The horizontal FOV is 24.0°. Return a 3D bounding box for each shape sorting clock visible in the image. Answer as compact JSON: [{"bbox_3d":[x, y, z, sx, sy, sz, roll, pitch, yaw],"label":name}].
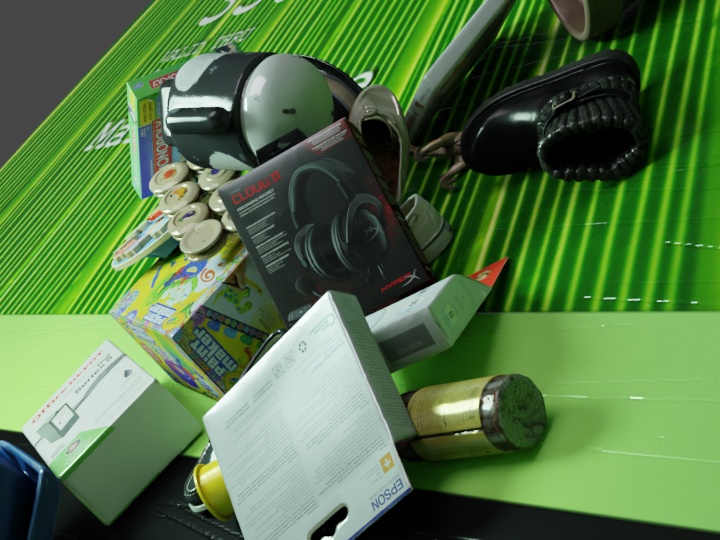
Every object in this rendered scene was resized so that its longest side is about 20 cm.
[{"bbox_3d":[-0.207,-0.071,1.917,0.200,0.039,0.200,-42,14,13],"label":"shape sorting clock"}]

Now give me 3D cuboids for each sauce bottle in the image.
[{"bbox_3d":[0.065,0.126,1.413,0.199,0.065,0.065,-12,37,47],"label":"sauce bottle"}]

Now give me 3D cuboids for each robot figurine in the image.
[{"bbox_3d":[-0.120,-0.163,1.763,0.199,0.125,0.151,5,50,39],"label":"robot figurine"}]

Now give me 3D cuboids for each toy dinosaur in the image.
[{"bbox_3d":[0.105,-0.132,1.834,0.199,0.058,0.101,-18,17,43],"label":"toy dinosaur"}]

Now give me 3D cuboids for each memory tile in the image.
[{"bbox_3d":[-0.145,-0.092,1.811,0.153,0.017,0.200,-32,35,-2],"label":"memory tile"}]

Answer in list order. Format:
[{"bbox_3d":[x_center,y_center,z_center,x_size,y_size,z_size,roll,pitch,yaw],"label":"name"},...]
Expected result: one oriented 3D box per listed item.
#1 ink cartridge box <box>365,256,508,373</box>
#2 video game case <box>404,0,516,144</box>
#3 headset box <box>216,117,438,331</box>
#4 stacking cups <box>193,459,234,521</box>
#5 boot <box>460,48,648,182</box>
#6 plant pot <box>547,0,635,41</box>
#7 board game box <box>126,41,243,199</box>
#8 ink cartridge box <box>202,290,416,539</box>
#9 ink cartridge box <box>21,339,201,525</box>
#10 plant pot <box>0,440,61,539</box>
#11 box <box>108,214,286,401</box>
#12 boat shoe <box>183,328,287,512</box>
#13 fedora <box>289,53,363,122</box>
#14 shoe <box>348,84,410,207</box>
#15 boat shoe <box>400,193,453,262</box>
[{"bbox_3d":[0.039,0.040,1.559,0.160,0.047,0.200,-27,12,29],"label":"ink cartridge box"},{"bbox_3d":[0.116,-0.243,1.922,0.200,0.023,0.182,-51,-4,-21],"label":"video game case"},{"bbox_3d":[-0.036,-0.042,1.661,0.148,0.201,0.077,-28,-7,7],"label":"headset box"},{"bbox_3d":[-0.057,0.159,1.569,0.199,0.061,0.061,-31,25,12],"label":"stacking cups"},{"bbox_3d":[0.182,-0.126,1.645,0.210,0.079,0.158,-30,26,26],"label":"boot"},{"bbox_3d":[0.277,-0.372,1.813,0.174,0.201,0.200,-25,23,-3],"label":"plant pot"},{"bbox_3d":[-0.197,-0.168,1.926,0.134,0.029,0.200,-25,-24,-18],"label":"board game box"},{"bbox_3d":[-0.039,0.154,1.444,0.196,0.043,0.201,-44,55,31],"label":"ink cartridge box"},{"bbox_3d":[-0.274,0.172,1.843,0.146,0.084,0.200,-46,24,-9],"label":"ink cartridge box"},{"bbox_3d":[-0.420,0.263,1.741,0.200,0.179,0.201,10,89,64],"label":"plant pot"},{"bbox_3d":[-0.139,0.028,1.829,0.193,0.122,0.200,-47,24,-14],"label":"box"},{"bbox_3d":[-0.119,0.146,1.673,0.075,0.060,0.200,-7,41,53],"label":"boat shoe"},{"bbox_3d":[-0.067,-0.149,1.931,0.200,0.201,0.092,-11,25,51],"label":"fedora"},{"bbox_3d":[0.024,-0.128,1.801,0.053,0.069,0.201,117,159,-49],"label":"shoe"},{"bbox_3d":[0.000,0.000,1.725,0.200,0.070,0.071,-40,23,4],"label":"boat shoe"}]
